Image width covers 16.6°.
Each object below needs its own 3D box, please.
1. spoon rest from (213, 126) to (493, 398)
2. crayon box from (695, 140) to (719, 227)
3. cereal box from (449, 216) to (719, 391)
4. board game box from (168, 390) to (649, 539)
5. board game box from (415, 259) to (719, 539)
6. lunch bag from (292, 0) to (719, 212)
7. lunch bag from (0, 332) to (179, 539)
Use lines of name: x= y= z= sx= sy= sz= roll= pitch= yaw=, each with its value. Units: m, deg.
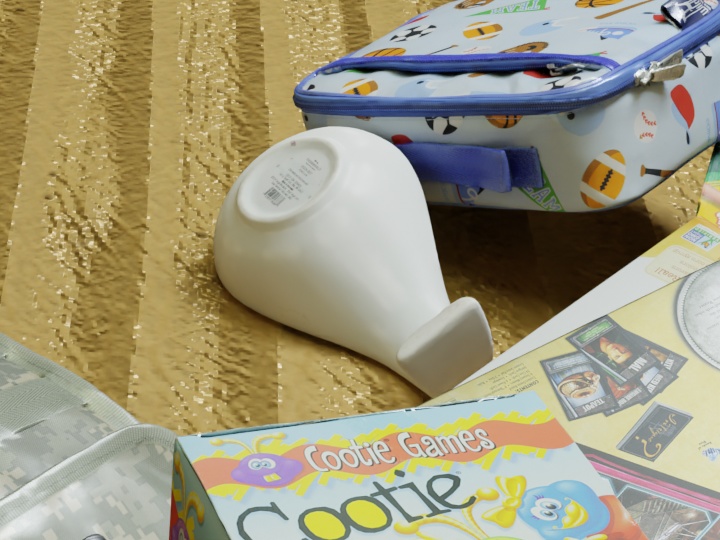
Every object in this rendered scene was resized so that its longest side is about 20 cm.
spoon rest: x=0.000 y=0.000 z=1.059 sx=0.099 sy=0.061 sz=0.200 roll=-37 pitch=36 yaw=-4
crayon box: x=0.196 y=0.017 z=1.063 sx=0.118 sy=0.059 sz=0.200 roll=10 pitch=29 yaw=10
cereal box: x=0.106 y=0.072 z=0.902 sx=0.200 sy=0.040 sz=0.144 roll=-34 pitch=50 yaw=-27
board game box: x=0.009 y=0.148 z=0.643 sx=0.104 sy=0.201 sz=0.103 roll=-6 pitch=30 yaw=-19
board game box: x=0.099 y=0.077 z=0.845 sx=0.199 sy=0.035 sz=0.136 roll=-24 pitch=48 yaw=-18
lunch bag: x=0.076 y=-0.079 z=1.152 sx=0.199 sy=0.076 sz=0.160 roll=2 pitch=22 yaw=41
lunch bag: x=-0.129 y=0.110 z=0.784 sx=0.199 sy=0.118 sz=0.164 roll=28 pitch=35 yaw=26
